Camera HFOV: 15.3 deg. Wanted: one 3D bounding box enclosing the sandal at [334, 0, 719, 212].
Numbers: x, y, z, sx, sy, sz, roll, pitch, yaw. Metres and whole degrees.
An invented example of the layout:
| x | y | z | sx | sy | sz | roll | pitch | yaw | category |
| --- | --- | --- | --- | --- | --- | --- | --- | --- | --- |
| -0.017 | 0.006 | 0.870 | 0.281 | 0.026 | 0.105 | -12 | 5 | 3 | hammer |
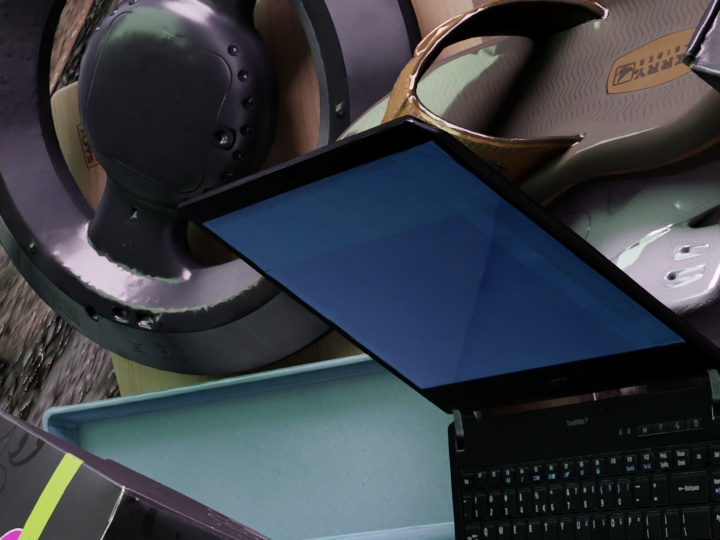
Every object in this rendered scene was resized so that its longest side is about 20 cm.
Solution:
| x | y | z | sx | sy | sz | roll | pitch | yaw | category |
| --- | --- | --- | --- | --- | --- | --- | --- | --- | --- |
| 0.046 | -0.049 | 0.821 | 0.200 | 0.055 | 0.082 | -18 | 54 | 46 | sandal |

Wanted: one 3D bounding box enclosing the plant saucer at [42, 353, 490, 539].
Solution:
| x | y | z | sx | sy | sz | roll | pitch | yaw | category |
| --- | --- | --- | --- | --- | --- | --- | --- | --- | --- |
| -0.032 | 0.071 | 0.957 | 0.200 | 0.019 | 0.070 | -11 | 87 | 38 | plant saucer |

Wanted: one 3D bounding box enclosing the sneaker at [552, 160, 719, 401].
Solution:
| x | y | z | sx | sy | sz | roll | pitch | yaw | category |
| --- | --- | --- | --- | --- | --- | --- | --- | --- | --- |
| 0.132 | -0.035 | 0.816 | 0.200 | 0.075 | 0.115 | -39 | 43 | 26 | sneaker |

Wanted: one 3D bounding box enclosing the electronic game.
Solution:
| x | y | z | sx | sy | sz | roll | pitch | yaw | category |
| --- | --- | --- | --- | --- | --- | --- | --- | --- | --- |
| -0.064 | -0.061 | 0.955 | 0.200 | 0.200 | 0.042 | -54 | -18 | 27 | electronic game |

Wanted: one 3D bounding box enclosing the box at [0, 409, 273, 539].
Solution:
| x | y | z | sx | sy | sz | roll | pitch | yaw | category |
| --- | --- | --- | --- | --- | --- | --- | --- | --- | --- |
| -0.089 | 0.166 | 0.843 | 0.200 | 0.124 | 0.149 | -65 | 23 | -5 | box |

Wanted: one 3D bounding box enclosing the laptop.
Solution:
| x | y | z | sx | sy | sz | roll | pitch | yaw | category |
| --- | --- | --- | --- | --- | --- | --- | --- | --- | --- |
| 0.029 | 0.067 | 0.796 | 0.177 | 0.103 | 0.200 | 165 | 103 | -65 | laptop |

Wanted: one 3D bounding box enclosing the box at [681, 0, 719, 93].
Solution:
| x | y | z | sx | sy | sz | roll | pitch | yaw | category |
| --- | --- | --- | --- | --- | --- | --- | --- | --- | --- |
| 0.201 | -0.109 | 0.654 | 0.200 | 0.050 | 0.199 | 22 | 81 | 49 | box |

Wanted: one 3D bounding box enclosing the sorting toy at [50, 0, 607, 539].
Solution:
| x | y | z | sx | sy | sz | roll | pitch | yaw | category |
| --- | --- | --- | --- | --- | --- | --- | --- | --- | --- |
| 0.000 | 0.000 | 0.982 | 0.199 | 0.070 | 0.200 | -20 | 81 | 37 | sorting toy |
